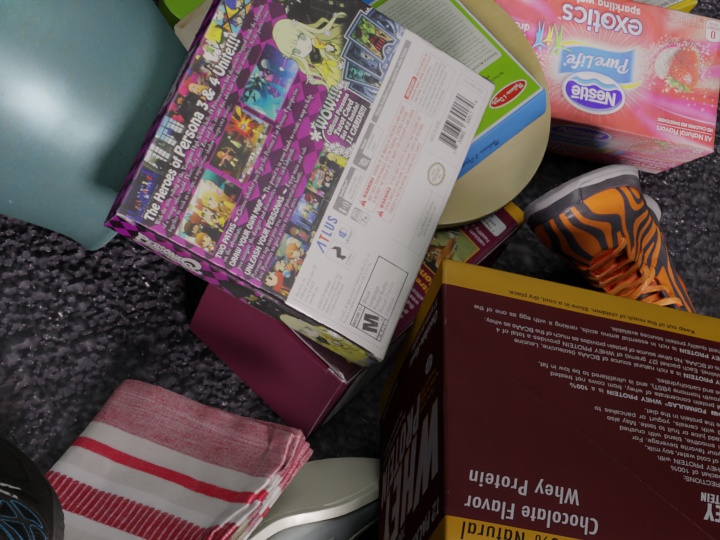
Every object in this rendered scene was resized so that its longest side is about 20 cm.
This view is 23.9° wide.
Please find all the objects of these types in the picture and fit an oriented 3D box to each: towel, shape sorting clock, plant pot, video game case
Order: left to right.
[{"bbox_3d":[-0.198,-0.120,1.045,0.188,0.200,0.201,36,52,-15],"label":"plant pot"},{"bbox_3d":[-0.136,0.144,0.954,0.143,0.023,0.200,12,46,31],"label":"towel"},{"bbox_3d":[-0.031,-0.071,1.013,0.181,0.036,0.201,29,68,-16],"label":"video game case"},{"bbox_3d":[0.031,-0.118,1.114,0.199,0.039,0.201,7,61,-13],"label":"shape sorting clock"}]

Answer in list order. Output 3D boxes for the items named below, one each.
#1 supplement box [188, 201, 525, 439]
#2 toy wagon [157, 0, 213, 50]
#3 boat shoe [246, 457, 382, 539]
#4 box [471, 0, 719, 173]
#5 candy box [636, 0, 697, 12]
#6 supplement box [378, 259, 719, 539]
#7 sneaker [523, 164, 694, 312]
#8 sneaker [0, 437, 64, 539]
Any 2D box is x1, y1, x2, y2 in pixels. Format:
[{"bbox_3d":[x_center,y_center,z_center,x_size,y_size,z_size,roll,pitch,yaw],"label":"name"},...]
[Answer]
[{"bbox_3d":[0.000,0.000,1.105,0.110,0.086,0.200,44,53,9],"label":"supplement box"},{"bbox_3d":[-0.072,-0.149,1.200,0.200,0.040,0.155,40,53,6],"label":"toy wagon"},{"bbox_3d":[-0.052,0.167,1.008,0.199,0.073,0.062,-22,113,-39],"label":"boat shoe"},{"bbox_3d":[0.152,-0.141,1.233,0.199,0.095,0.103,10,80,-16],"label":"box"},{"bbox_3d":[0.167,-0.219,1.347,0.199,0.026,0.102,-24,75,-32],"label":"candy box"},{"bbox_3d":[0.118,0.128,0.964,0.196,0.133,0.201,12,46,-11],"label":"supplement box"},{"bbox_3d":[0.180,-0.001,1.138,0.200,0.077,0.113,13,52,-62],"label":"sneaker"},{"bbox_3d":[-0.199,0.140,0.902,0.073,0.082,0.200,-25,38,-5],"label":"sneaker"}]
